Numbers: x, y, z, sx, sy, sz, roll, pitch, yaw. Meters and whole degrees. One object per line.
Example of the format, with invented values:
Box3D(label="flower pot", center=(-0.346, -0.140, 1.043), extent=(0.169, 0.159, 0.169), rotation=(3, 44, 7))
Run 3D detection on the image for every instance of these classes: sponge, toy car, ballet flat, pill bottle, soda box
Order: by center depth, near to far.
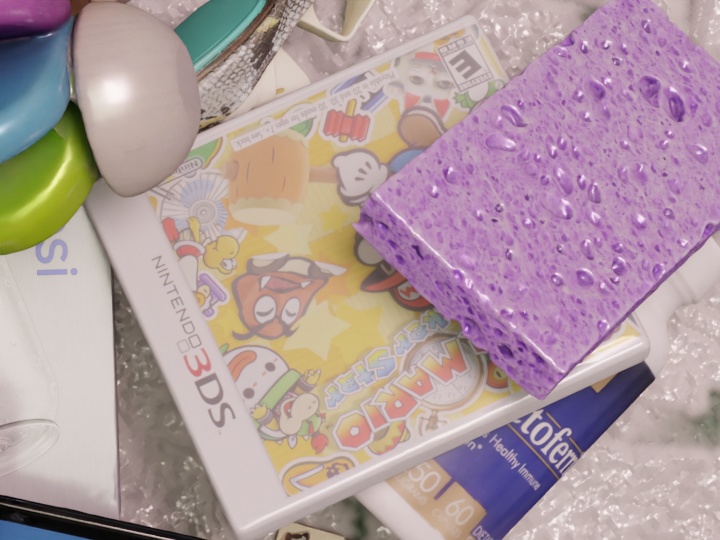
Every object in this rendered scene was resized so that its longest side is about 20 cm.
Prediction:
Box3D(label="toy car", center=(-0.167, -0.109, 1.044), extent=(0.175, 0.150, 0.200), rotation=(-9, 79, 9))
Box3D(label="sponge", center=(0.099, -0.039, 1.111), extent=(0.112, 0.030, 0.200), rotation=(44, 52, 7))
Box3D(label="ballet flat", center=(-0.038, -0.117, 1.179), extent=(0.072, 0.072, 0.200), rotation=(38, 71, -6))
Box3D(label="pill bottle", center=(0.071, 0.038, 1.188), extent=(0.116, 0.116, 0.200), rotation=(44, 87, -6))
Box3D(label="soda box", center=(-0.149, 0.019, 1.190), extent=(0.068, 0.063, 0.200), rotation=(-1, 92, -6))

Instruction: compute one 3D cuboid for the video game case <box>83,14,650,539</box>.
Box3D(label="video game case", center=(0.000, 0.000, 1.127), extent=(0.200, 0.023, 0.182), rotation=(-24, 69, -6))

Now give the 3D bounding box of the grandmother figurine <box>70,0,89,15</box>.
Box3D(label="grandmother figurine", center=(-0.182, -0.167, 1.161), extent=(0.121, 0.061, 0.200), rotation=(-37, 77, -27))

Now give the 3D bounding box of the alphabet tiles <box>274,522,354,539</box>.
Box3D(label="alphabet tiles", center=(-0.018, 0.230, 1.241), extent=(0.166, 0.006, 0.200), rotation=(16, 91, -5))

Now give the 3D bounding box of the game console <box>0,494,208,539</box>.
Box3D(label="game console", center=(-0.172, 0.185, 1.165), extent=(0.200, 0.116, 0.176), rotation=(13, 90, -4))
